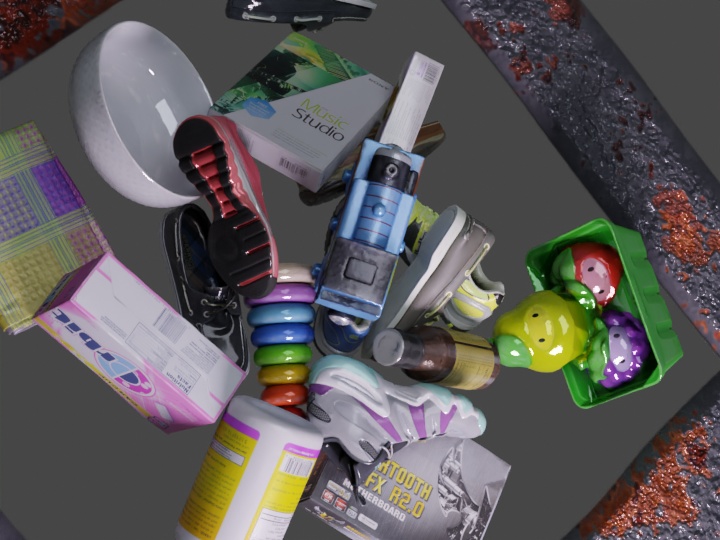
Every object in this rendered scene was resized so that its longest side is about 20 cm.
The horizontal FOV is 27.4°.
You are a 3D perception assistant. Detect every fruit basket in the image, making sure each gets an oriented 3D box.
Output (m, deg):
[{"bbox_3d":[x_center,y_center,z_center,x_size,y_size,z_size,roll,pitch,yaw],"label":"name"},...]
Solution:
[{"bbox_3d":[0.254,0.056,1.716,0.215,0.155,0.217,20,58,-36],"label":"fruit basket"}]

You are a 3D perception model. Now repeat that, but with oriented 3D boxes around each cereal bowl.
[{"bbox_3d":[-0.237,-0.155,1.554,0.200,0.083,0.201,41,37,-41],"label":"cereal bowl"}]

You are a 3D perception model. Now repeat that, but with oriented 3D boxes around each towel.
[{"bbox_3d":[-0.347,-0.043,1.523,0.143,0.023,0.201,-29,87,-29],"label":"towel"}]

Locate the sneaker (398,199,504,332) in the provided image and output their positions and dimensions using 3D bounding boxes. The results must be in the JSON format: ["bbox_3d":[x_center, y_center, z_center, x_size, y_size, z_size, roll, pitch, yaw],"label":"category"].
[{"bbox_3d":[0.091,-0.029,1.683,0.200,0.076,0.075,54,27,-9],"label":"sneaker"}]

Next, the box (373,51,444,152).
[{"bbox_3d":[0.038,-0.146,1.643,0.041,0.039,0.201,24,74,-11],"label":"box"}]

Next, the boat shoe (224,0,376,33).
[{"bbox_3d":[-0.071,-0.307,1.717,0.199,0.076,0.061,5,108,-33],"label":"boat shoe"}]

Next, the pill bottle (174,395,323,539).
[{"bbox_3d":[-0.119,0.233,1.469,0.104,0.104,0.201,23,91,-17],"label":"pill bottle"}]

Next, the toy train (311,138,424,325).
[{"bbox_3d":[0.010,-0.041,1.537,0.086,0.114,0.201,19,84,-5],"label":"toy train"}]

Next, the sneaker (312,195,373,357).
[{"bbox_3d":[0.000,0.000,1.642,0.075,0.077,0.201,13,67,-19],"label":"sneaker"}]

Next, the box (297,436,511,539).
[{"bbox_3d":[0.049,0.233,1.608,0.200,0.048,0.159,34,63,-12],"label":"box"}]

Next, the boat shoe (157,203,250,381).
[{"bbox_3d":[-0.159,0.022,1.565,0.070,0.066,0.201,-11,79,-27],"label":"boat shoe"}]

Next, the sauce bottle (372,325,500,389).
[{"bbox_3d":[0.081,0.092,1.608,0.200,0.064,0.065,17,63,-55],"label":"sauce bottle"}]

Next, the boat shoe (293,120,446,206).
[{"bbox_3d":[0.007,-0.140,1.693,0.199,0.076,0.074,-22,81,-30],"label":"boat shoe"}]

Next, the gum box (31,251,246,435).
[{"bbox_3d":[-0.218,0.080,1.478,0.200,0.113,0.066,43,60,-16],"label":"gum box"}]

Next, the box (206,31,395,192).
[{"bbox_3d":[-0.062,-0.180,1.635,0.144,0.036,0.200,29,41,8],"label":"box"}]

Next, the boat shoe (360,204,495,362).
[{"bbox_3d":[0.072,0.025,1.623,0.060,0.072,0.202,29,106,-18],"label":"boat shoe"}]

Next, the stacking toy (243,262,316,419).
[{"bbox_3d":[-0.080,0.096,1.578,0.085,0.085,0.201,-1,80,-25],"label":"stacking toy"}]

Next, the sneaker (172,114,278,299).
[{"bbox_3d":[-0.122,-0.072,1.539,0.087,0.073,0.201,-33,105,-63],"label":"sneaker"}]

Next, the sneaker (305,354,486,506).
[{"bbox_3d":[0.028,0.183,1.549,0.199,0.078,0.141,17,68,-9],"label":"sneaker"}]
